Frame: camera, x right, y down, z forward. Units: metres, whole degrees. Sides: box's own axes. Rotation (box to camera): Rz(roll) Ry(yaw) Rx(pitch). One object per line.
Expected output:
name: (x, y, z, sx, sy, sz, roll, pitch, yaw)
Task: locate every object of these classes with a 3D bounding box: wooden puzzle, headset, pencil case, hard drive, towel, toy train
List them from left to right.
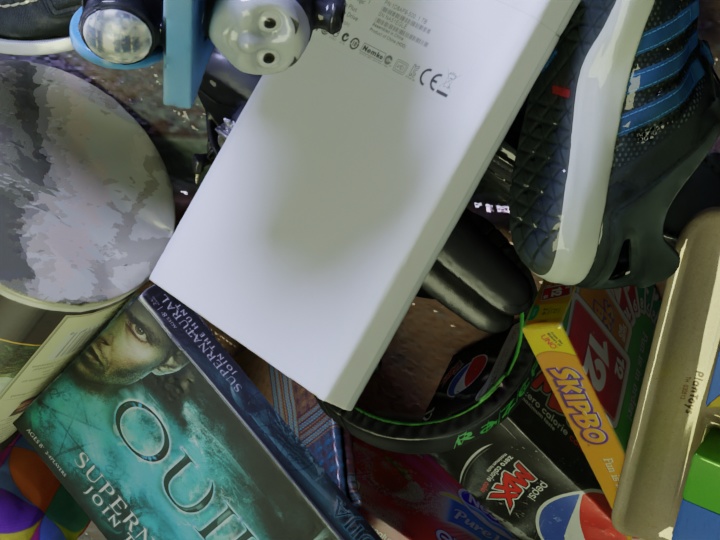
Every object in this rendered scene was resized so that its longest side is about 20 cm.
pencil case: (-0.197, 0.139, 1.229, 0.088, 0.200, 0.089, 10, 127, 13)
toy train: (-0.052, -0.151, 0.871, 0.114, 0.200, 0.087, 9, 134, 6)
towel: (-0.068, 0.117, 1.168, 0.022, 0.147, 0.200, 18, 139, -33)
hard drive: (-0.002, -0.055, 0.919, 0.132, 0.200, 0.027, 32, -177, 42)
headset: (0.000, 0.000, 1.040, 0.200, 0.124, 0.094, 40, 169, 23)
wooden puzzle: (0.220, 0.084, 0.942, 0.199, 0.046, 0.186, 19, 122, 16)

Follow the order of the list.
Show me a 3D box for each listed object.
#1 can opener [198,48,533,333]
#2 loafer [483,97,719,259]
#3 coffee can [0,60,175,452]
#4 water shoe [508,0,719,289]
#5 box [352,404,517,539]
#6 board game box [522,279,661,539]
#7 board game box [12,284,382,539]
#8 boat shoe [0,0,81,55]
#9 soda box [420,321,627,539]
can opener: (0.002, -0.044, 0.995, 0.200, 0.079, 0.063, 42, 164, 8)
loafer: (0.091, -0.062, 0.965, 0.200, 0.068, 0.070, 27, 157, 7)
coffee can: (-0.207, 0.002, 1.133, 0.146, 0.147, 0.200, 36, 137, -8)
water shoe: (0.121, -0.090, 0.906, 0.079, 0.071, 0.201, 7, 107, -25)
box: (0.044, 0.182, 1.190, 0.200, 0.100, 0.096, 36, 114, -7)
board game box: (0.140, 0.071, 1.051, 0.030, 0.096, 0.200, -5, 128, 30)
board game box: (-0.079, 0.118, 1.088, 0.200, 0.028, 0.135, 50, 128, 3)
boat shoe: (-0.112, -0.147, 0.999, 0.199, 0.076, 0.060, -4, 130, 16)
soda box: (0.124, 0.123, 1.127, 0.200, 0.071, 0.063, 44, 135, -16)
